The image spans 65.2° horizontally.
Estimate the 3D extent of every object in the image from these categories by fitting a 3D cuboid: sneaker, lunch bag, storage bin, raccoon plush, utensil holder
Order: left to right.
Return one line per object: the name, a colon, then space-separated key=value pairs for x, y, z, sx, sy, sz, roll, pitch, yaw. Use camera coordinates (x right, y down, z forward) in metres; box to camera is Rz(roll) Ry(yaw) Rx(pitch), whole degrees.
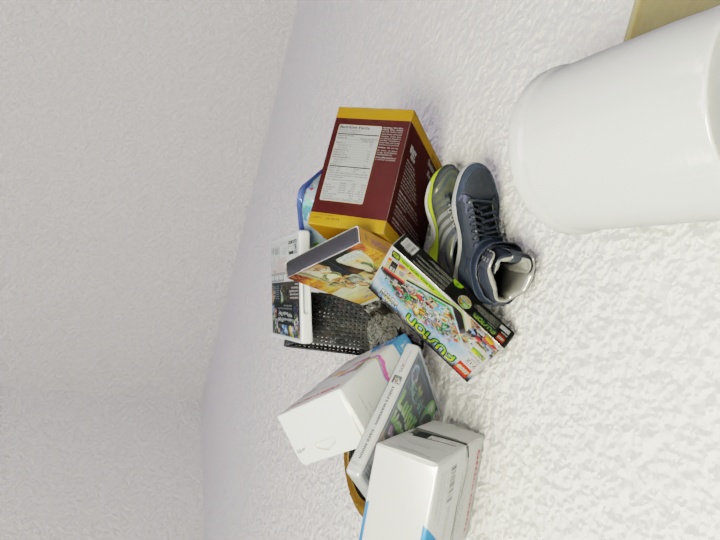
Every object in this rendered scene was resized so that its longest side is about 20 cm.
lunch bag: x=-0.040 y=-0.115 z=1.034 sx=0.201 sy=0.081 sz=0.163 roll=-54 pitch=-33 yaw=-47
storage bin: x=-0.039 y=0.108 z=1.092 sx=0.135 sy=0.196 sz=0.096 roll=155 pitch=121 yaw=-64
raccoon plush: x=0.041 y=0.133 z=1.020 sx=0.202 sy=0.095 sz=0.135 roll=-112 pitch=34 yaw=-44
sneaker: x=0.151 y=-0.070 z=0.885 sx=0.081 sy=0.073 sz=0.205 roll=-16 pitch=73 yaw=59
sneaker: x=0.179 y=-0.052 z=0.762 sx=0.146 sy=0.075 sz=0.207 roll=-178 pitch=88 yaw=-79
utensil holder: x=0.259 y=-0.123 z=0.496 sx=0.199 sy=0.167 sz=0.174 roll=0 pitch=81 yaw=65

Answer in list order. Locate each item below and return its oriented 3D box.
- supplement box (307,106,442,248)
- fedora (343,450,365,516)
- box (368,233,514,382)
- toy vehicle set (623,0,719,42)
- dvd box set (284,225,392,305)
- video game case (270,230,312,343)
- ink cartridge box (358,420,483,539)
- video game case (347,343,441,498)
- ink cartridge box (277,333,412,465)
supplement box: x=0.034 y=-0.130 z=0.938 sx=0.130 sy=0.197 sz=0.204 roll=10 pitch=78 yaw=24
fedora: x=0.036 y=0.325 z=0.977 sx=0.200 sy=0.080 sz=0.205 roll=159 pitch=114 yaw=-62
box: x=0.107 y=0.054 z=0.788 sx=0.200 sy=0.035 sz=0.111 roll=43 pitch=142 yaw=11
toy vehicle set: x=0.340 y=-0.321 z=0.556 sx=0.124 sy=0.026 sz=0.204 roll=-146 pitch=67 yaw=-66
dvd box set: x=0.000 y=0.000 z=0.878 sx=0.145 sy=0.199 sz=0.030 roll=-23 pitch=62 yaw=29
video game case: x=-0.126 y=0.031 z=1.008 sx=0.199 sy=0.023 sz=0.186 roll=174 pitch=95 yaw=-67
ink cartridge box: x=0.083 y=0.284 z=0.713 sx=0.083 sy=0.199 sz=0.148 roll=11 pitch=89 yaw=28
video game case: x=0.055 y=0.230 z=0.770 sx=0.183 sy=0.023 sz=0.202 roll=-60 pitch=-33 yaw=-29
ink cartridge box: x=-0.006 y=0.190 z=0.846 sx=0.144 sy=0.199 sz=0.086 roll=-31 pitch=90 yaw=36
